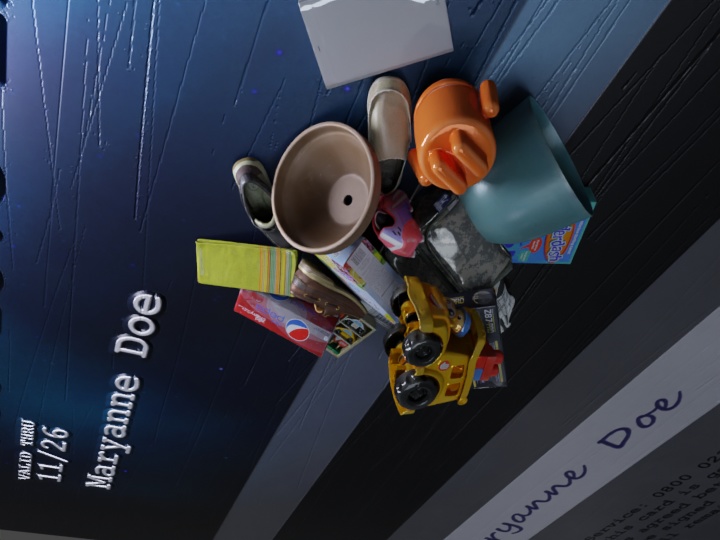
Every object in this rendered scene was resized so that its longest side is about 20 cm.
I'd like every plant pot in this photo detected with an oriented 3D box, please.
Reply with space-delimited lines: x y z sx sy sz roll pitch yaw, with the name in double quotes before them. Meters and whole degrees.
"plant pot" 0.245 -0.138 0.969 0.158 0.205 0.200 -29 131 27
"plant pot" -0.040 -0.123 0.986 0.198 0.206 0.092 -30 158 25

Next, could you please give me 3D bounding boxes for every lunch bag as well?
"lunch bag" 0.154 -0.041 1.081 0.166 0.141 0.200 -33 114 24

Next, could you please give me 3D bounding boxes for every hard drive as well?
"hard drive" 0.025 -0.344 0.866 0.193 0.027 0.134 -13 134 9

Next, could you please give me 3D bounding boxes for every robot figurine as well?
"robot figurine" 0.132 -0.198 0.895 0.112 0.204 0.147 4 132 -3

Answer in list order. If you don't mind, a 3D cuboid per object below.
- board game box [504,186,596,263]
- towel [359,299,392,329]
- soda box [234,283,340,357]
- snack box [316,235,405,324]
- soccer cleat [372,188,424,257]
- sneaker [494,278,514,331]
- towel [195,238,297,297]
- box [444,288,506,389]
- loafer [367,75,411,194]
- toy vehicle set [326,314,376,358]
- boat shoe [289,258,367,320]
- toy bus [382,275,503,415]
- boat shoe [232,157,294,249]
"board game box" 0.311 -0.082 1.136 0.192 0.046 0.155 0 135 -4
"towel" 0.112 0.065 1.275 0.198 0.035 0.191 -36 127 27
"soda box" -0.142 0.082 1.198 0.196 0.064 0.071 29 125 1
"snack box" 0.000 0.000 1.104 0.068 0.168 0.200 -50 127 -6
"soccer cleat" 0.047 -0.090 1.003 0.075 0.202 0.068 23 114 -23
"sneaker" 0.272 0.046 1.257 0.086 0.075 0.205 -24 130 -24
"towel" -0.210 -0.005 1.133 0.193 0.018 0.089 7 107 10
"box" 0.172 0.129 1.092 0.156 0.050 0.204 -6 128 16
"loafer" 0.048 -0.205 0.975 0.073 0.070 0.204 -5 135 0
"toy vehicle set" -0.077 0.090 1.265 0.198 0.027 0.123 38 123 -23
"boat shoe" -0.061 0.050 1.160 0.068 0.072 0.199 -53 136 1
"toy bus" 0.139 0.119 0.984 0.185 0.138 0.205 0 127 -8
"boat shoe" -0.162 -0.098 1.066 0.069 0.067 0.203 -17 135 9
